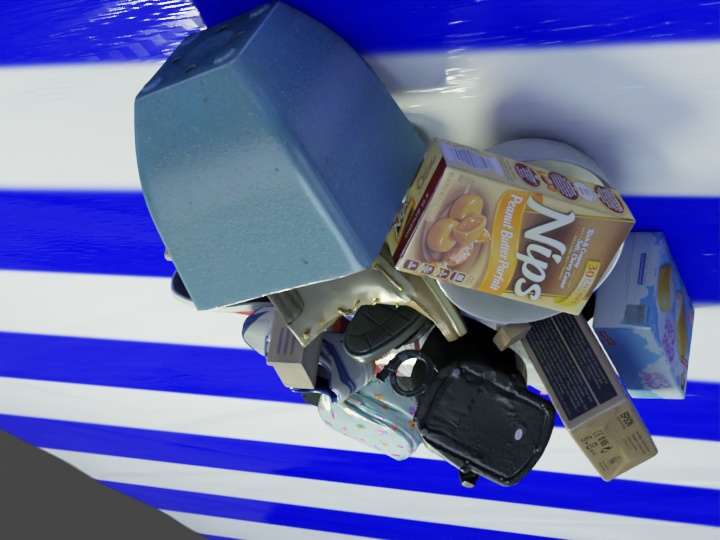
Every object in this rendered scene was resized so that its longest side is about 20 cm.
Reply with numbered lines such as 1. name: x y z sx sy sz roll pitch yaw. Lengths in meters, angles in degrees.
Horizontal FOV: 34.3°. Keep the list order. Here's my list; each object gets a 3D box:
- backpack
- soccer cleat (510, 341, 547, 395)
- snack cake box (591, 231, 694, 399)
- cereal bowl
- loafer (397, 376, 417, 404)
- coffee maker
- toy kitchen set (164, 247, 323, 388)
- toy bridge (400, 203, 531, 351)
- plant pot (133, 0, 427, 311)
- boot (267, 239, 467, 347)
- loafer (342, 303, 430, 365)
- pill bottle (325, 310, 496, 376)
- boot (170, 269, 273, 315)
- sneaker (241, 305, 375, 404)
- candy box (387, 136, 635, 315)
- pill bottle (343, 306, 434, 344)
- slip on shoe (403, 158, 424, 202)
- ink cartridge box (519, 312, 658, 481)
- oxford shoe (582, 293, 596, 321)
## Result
1. backpack: 0.015 0.185 1.714 0.198 0.128 0.167 26 162 3
2. soccer cleat: 0.197 0.109 1.564 0.198 0.070 0.078 19 140 -15
3. snack cake box: 0.321 0.054 1.309 0.066 0.116 0.200 0 153 26
4. cereal bowl: 0.158 -0.048 1.160 0.197 0.084 0.202 -5 127 -7
5. loafer: 0.074 0.144 1.584 0.072 0.073 0.200 -18 -159 -9
6. coffee maker: 0.115 0.123 1.307 0.193 0.134 0.200 50 -173 -11
7. toy kitchen set: -0.151 0.020 1.391 0.197 0.183 0.164 2 154 13
8. toy bridge: 0.115 -0.007 1.251 0.201 0.067 0.027 51 146 22
9. plant pot: -0.087 -0.117 1.040 0.194 0.197 0.201 -13 121 31
10. boot: 0.002 0.033 1.232 0.200 0.155 0.073 47 -179 0
11. loafer: 0.064 0.035 1.304 0.072 0.200 0.063 34 165 37
12. pill bottle: 0.065 0.078 1.491 0.198 0.115 0.114 -2 152 30
13. boot: -0.154 0.047 1.594 0.197 0.073 0.145 5 157 8
14. sneaker: -0.081 0.105 1.465 0.198 0.088 0.076 16 128 30
15. candy box: 0.138 -0.038 1.076 0.198 0.056 0.116 14 123 -20
16. pill bottle: 0.000 0.000 1.358 0.111 0.113 0.199 -10 148 41
17. slip on shoe: -0.026 -0.112 1.198 0.198 0.076 0.061 9 118 28
18. ink cartridge box: 0.245 0.122 1.286 0.075 0.166 0.200 -29 148 9
19. oxford shoe: 0.240 0.024 1.366 0.083 0.073 0.201 -11 154 -6
